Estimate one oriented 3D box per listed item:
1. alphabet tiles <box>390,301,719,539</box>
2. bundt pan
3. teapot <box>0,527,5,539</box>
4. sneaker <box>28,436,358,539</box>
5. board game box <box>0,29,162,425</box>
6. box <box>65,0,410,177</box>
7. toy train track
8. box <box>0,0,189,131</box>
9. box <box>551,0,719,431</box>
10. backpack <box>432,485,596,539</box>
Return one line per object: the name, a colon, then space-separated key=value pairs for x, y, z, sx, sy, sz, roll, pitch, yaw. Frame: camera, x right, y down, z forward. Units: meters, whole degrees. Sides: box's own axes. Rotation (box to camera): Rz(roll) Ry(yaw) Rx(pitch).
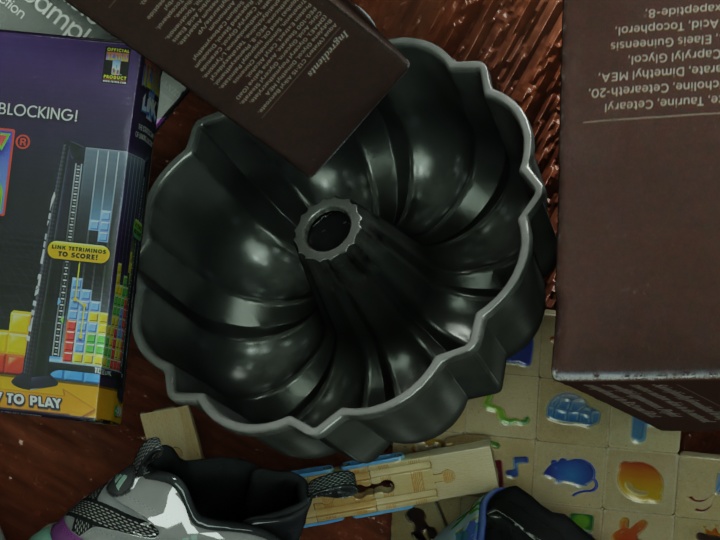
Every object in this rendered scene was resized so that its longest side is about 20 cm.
alphabet tiles: x=0.113 y=0.095 z=1.340 sx=0.199 sy=0.008 sz=0.168 roll=5 pitch=118 yaw=8
bundt pan: x=0.000 y=0.000 z=1.294 sx=0.201 sy=0.076 sz=0.203 roll=-13 pitch=55 yaw=20
teapot: x=-0.234 y=0.163 z=1.259 sx=0.200 sy=0.146 sz=0.198 roll=32 pitch=99 yaw=-27
sneaker: x=-0.042 y=0.144 z=1.297 sx=0.140 sy=0.078 sz=0.200 roll=-45 pitch=125 yaw=13
board game box: x=-0.195 y=-0.024 z=1.272 sx=0.199 sy=0.057 sz=0.166 roll=5 pitch=86 yaw=8
box: x=-0.080 y=-0.132 z=1.231 sx=0.075 sy=0.100 sz=0.200 roll=-49 pitch=131 yaw=8
toy train track: x=-0.035 y=0.103 z=1.347 sx=0.199 sy=0.033 sz=0.115 roll=-10 pitch=111 yaw=7
box: x=-0.169 y=-0.083 z=1.336 sx=0.143 sy=0.036 sz=0.200 roll=38 pitch=88 yaw=-5
box: x=0.181 y=-0.042 z=1.203 sx=0.164 sy=0.166 sz=0.201 roll=-1 pitch=79 yaw=21
backpack: x=0.081 y=0.213 z=1.294 sx=0.147 sy=0.183 sz=0.200 roll=-39 pitch=98 yaw=14
